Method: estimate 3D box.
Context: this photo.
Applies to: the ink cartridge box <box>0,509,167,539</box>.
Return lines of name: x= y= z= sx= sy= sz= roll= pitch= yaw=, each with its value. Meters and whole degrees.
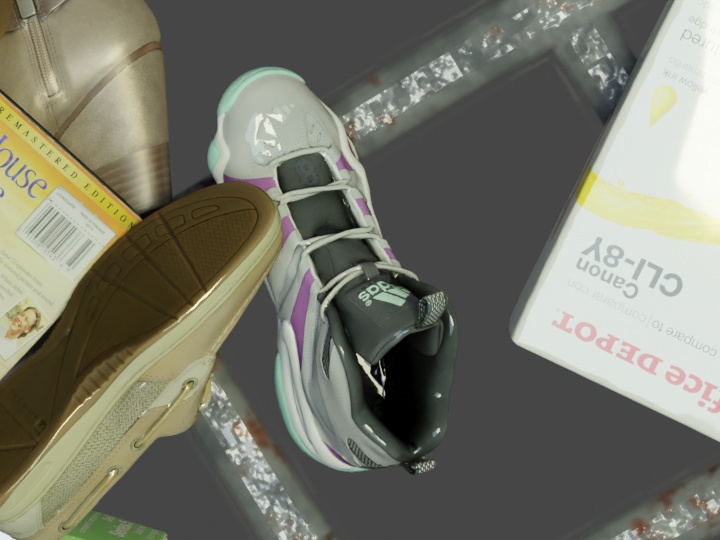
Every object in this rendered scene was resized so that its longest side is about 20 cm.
ink cartridge box: x=-0.212 y=0.172 z=1.389 sx=0.200 sy=0.084 sz=0.146 roll=18 pitch=96 yaw=2

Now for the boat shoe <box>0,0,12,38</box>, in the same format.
boat shoe: x=-0.225 y=-0.180 z=1.344 sx=0.065 sy=0.071 sz=0.200 roll=-35 pitch=68 yaw=30

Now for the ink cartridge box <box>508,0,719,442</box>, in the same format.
ink cartridge box: x=0.176 y=-0.027 z=1.336 sx=0.145 sy=0.083 sz=0.200 roll=26 pitch=98 yaw=1

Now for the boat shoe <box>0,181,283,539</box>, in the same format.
boat shoe: x=-0.103 y=0.045 z=1.314 sx=0.200 sy=0.072 sz=0.065 roll=-48 pitch=134 yaw=2

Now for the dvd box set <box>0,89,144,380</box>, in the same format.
dvd box set: x=-0.213 y=0.006 z=1.290 sx=0.200 sy=0.029 sz=0.146 roll=-48 pitch=128 yaw=-1

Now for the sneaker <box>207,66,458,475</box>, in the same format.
sneaker: x=0.000 y=0.000 z=1.320 sx=0.078 sy=0.140 sz=0.200 roll=-22 pitch=101 yaw=-21

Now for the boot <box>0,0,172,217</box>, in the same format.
boot: x=-0.185 y=-0.072 z=1.374 sx=0.200 sy=0.070 sz=0.146 roll=-22 pitch=88 yaw=5
